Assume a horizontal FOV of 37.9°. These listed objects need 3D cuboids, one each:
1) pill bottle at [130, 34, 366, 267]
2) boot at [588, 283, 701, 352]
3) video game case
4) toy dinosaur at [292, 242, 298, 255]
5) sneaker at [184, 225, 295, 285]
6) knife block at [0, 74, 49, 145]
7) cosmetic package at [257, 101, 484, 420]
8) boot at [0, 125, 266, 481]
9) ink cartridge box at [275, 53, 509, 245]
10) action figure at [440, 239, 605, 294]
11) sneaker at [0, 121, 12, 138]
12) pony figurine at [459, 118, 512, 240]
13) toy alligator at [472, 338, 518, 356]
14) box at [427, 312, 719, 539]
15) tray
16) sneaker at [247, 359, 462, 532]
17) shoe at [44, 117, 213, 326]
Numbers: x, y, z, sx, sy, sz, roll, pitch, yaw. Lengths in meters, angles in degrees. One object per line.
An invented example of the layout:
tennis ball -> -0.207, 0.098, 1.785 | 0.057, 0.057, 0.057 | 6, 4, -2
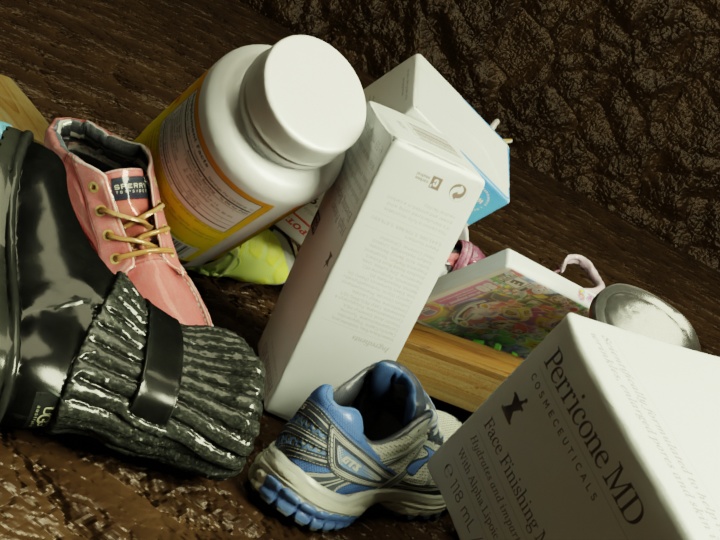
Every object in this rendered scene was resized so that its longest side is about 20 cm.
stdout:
pill bottle -> -0.084, -0.080, 0.716 | 0.108, 0.111, 0.199 | 17, -26, -32
boot -> 0.209, 0.086, 0.842 | 0.188, 0.069, 0.200 | 38, -14, -14
video game case -> 0.147, 0.046, 0.868 | 0.198, 0.018, 0.143 | 25, -29, -28
toy dinosaur -> -0.074, -0.019, 0.952 | 0.106, 0.061, 0.199 | -11, 40, -47
sneaker -> -0.144, -0.025, 0.826 | 0.198, 0.076, 0.077 | 22, 42, -21
knife block -> -0.303, -0.123, 0.845 | 0.198, 0.065, 0.176 | 28, 16, 0
cosmetic package -> 0.000, 0.000, 0.702 | 0.073, 0.202, 0.102 | 22, 16, -17
boot -> -0.140, 0.018, 0.585 | 0.156, 0.080, 0.213 | 13, 43, -27
ink cartridge box -> 0.003, -0.062, 0.813 | 0.116, 0.199, 0.068 | 39, 38, -30
action figure -> 0.127, 0.024, 0.974 | 0.199, 0.149, 0.134 | 35, 16, -28
sneaker -> -0.240, -0.049, 0.674 | 0.199, 0.087, 0.075 | 39, 16, 30
pony figurine -> 0.059, -0.073, 1.131 | 0.197, 0.196, 0.167 | 3, 18, -13
toy alligator -> 0.144, 0.108, 0.876 | 0.199, 0.055, 0.059 | 30, 16, 9
box -> 0.170, 0.152, 0.542 | 0.198, 0.131, 0.200 | 16, 35, -36
tray -> 0.080, 0.076, 0.794 | 0.198, 0.038, 0.098 | 16, 5, 39
sneaker -> 0.022, 0.100, 0.638 | 0.077, 0.086, 0.199 | 35, 16, 27
shoe -> -0.151, -0.017, 0.673 | 0.071, 0.092, 0.200 | -14, 44, -42
